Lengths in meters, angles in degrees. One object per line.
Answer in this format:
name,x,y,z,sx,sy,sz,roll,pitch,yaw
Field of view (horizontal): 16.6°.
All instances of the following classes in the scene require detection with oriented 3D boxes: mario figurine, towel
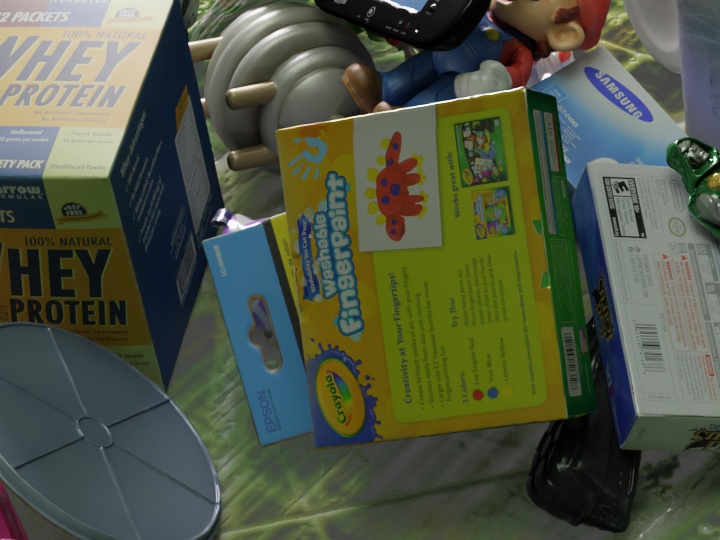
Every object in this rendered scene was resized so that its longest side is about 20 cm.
mario figurine,0.080,-0.170,1.681,0.200,0.106,0.124,-35,79,-4
towel,-0.039,-0.230,1.857,0.152,0.200,0.023,-29,86,-31

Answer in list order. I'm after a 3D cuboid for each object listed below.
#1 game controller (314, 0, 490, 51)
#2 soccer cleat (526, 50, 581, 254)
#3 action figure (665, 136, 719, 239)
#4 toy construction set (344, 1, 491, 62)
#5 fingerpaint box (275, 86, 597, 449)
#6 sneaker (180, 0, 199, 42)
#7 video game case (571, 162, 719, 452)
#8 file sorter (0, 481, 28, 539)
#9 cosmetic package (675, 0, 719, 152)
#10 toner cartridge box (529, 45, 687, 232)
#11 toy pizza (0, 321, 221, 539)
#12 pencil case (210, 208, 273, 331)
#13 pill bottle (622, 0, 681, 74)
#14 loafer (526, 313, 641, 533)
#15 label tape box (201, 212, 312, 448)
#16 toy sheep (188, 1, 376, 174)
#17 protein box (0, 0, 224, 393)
game controller,0.037,-0.206,1.684,0.104,0.042,0.200,-47,30,-9
soccer cleat,0.134,-0.090,1.762,0.069,0.078,0.200,-1,62,-9
action figure,0.282,-0.031,1.562,0.200,0.055,0.118,27,54,11
toy construction set,0.061,-0.200,1.833,0.131,0.092,0.200,43,36,18
fingerpaint box,0.046,0.001,1.514,0.167,0.200,0.073,-9,-4,20
sneaker,-0.166,-0.180,1.902,0.071,0.083,0.200,6,58,41
video game case,0.239,0.024,1.568,0.181,0.045,0.200,2,53,-12
file sorter,-0.280,0.163,1.522,0.139,0.126,0.200,-22,44,-12
cosmetic package,0.324,-0.142,1.676,0.123,0.200,0.199,-34,48,-21
toner cartridge box,0.189,-0.054,1.676,0.095,0.043,0.200,-31,67,-23
toy pizza,-0.175,0.111,1.553,0.200,0.032,0.200,32,26,-17
pencil case,0.000,0.000,1.680,0.200,0.084,0.086,2,21,11
pill bottle,0.302,-0.233,1.842,0.200,0.113,0.112,-26,45,-16
loafer,0.161,0.087,1.571,0.070,0.068,0.201,29,45,-6
label tape box,0.015,0.019,1.600,0.200,0.063,0.144,-17,86,9
toy sheep,-0.051,-0.129,1.786,0.138,0.138,0.200,-24,40,-15
protein box,-0.191,-0.055,1.681,0.135,0.200,0.199,1,44,12
